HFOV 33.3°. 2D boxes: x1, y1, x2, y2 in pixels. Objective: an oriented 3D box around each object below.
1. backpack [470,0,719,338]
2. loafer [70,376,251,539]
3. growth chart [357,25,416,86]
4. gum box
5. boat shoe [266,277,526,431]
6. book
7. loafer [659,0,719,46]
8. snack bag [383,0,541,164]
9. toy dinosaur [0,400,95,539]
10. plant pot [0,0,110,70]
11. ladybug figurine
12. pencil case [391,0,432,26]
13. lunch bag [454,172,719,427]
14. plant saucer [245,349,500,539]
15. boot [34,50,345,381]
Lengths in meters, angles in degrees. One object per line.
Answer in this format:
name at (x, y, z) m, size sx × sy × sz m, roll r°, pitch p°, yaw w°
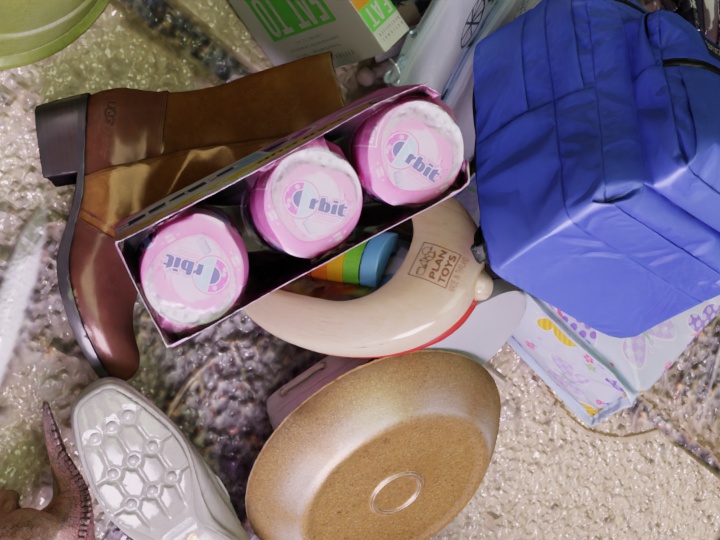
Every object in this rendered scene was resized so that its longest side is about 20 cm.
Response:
backpack at (0.168, -0.085, 0.777) m, size 0.162 × 0.167 × 0.202 m, roll 31°, pitch 42°, yaw -40°
loafer at (-0.127, 0.147, 0.790) m, size 0.070 × 0.070 × 0.201 m, roll -31°, pitch 117°, yaw -8°
growth chart at (0.029, -0.246, 0.880) m, size 0.144 × 0.018 × 0.202 m, roll -18°, pitch 102°, yaw -25°
gum box at (-0.039, -0.039, 0.694) m, size 0.199 × 0.113 × 0.067 m, roll -28°, pitch 101°, yaw -7°
boat shoe at (0.021, 0.060, 0.844) m, size 0.199 × 0.066 × 0.072 m, roll -38°, pitch 143°, yaw 6°
book at (-0.063, -0.220, 0.768) m, size 0.048 × 0.133 × 0.200 m, roll -45°, pitch 112°, yaw -19°
loafer at (0.245, -0.269, 0.972) m, size 0.062 × 0.072 × 0.202 m, roll -12°, pitch 93°, yaw -8°
snack bag at (0.084, -0.162, 0.842) m, size 0.190 × 0.021 × 0.200 m, roll -60°, pitch 160°, yaw -12°
toy dinosaur at (-0.200, 0.188, 0.724) m, size 0.085 × 0.135 × 0.201 m, roll 29°, pitch 80°, yaw -26°
plant pot at (-0.197, -0.218, 0.667) m, size 0.198 × 0.190 × 0.202 m, roll -3°, pitch 96°, yaw -28°
ladybug figurine at (0.000, 0.000, 0.798) m, size 0.137 × 0.199 × 0.072 m, roll -62°, pitch 144°, yaw -20°
pencil case at (-0.007, -0.251, 0.810) m, size 0.200 × 0.078 × 0.090 m, roll 49°, pitch 63°, yaw -20°
lunch bag at (0.169, -0.016, 0.909) m, size 0.200 × 0.127 × 0.170 m, roll 44°, pitch 72°, yaw 4°
plant saucer at (0.019, 0.143, 0.835) m, size 0.199 × 0.036 × 0.202 m, roll -17°, pitch 133°, yaw -19°
boot at (-0.094, -0.032, 0.773) m, size 0.198 × 0.068 × 0.190 m, roll -9°, pitch 86°, yaw -4°
